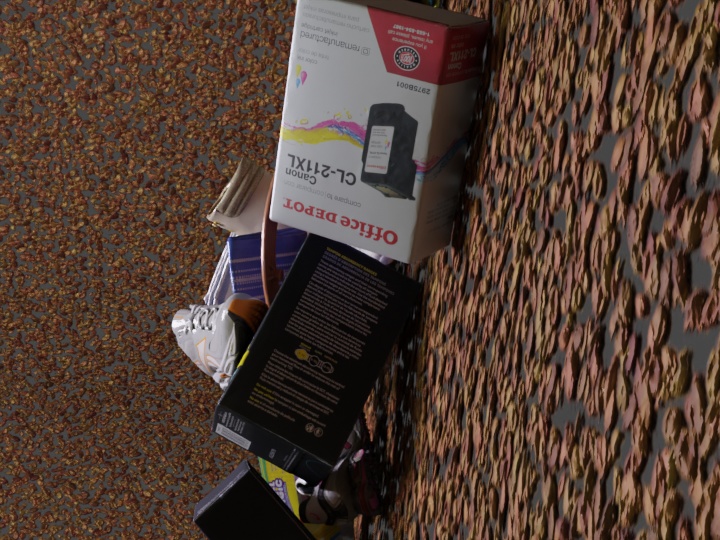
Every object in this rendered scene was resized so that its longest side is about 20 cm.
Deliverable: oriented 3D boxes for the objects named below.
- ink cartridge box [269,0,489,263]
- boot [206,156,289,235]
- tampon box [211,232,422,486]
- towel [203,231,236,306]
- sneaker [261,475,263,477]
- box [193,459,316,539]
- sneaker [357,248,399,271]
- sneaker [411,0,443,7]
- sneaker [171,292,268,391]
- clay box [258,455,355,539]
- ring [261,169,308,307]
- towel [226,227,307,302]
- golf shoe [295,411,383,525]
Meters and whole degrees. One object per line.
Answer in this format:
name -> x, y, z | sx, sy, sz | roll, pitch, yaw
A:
ink cartridge box -> 0.014, -0.124, 1.182 | 0.083, 0.144, 0.202 | -26, -51, -59
boot -> -0.119, -0.029, 1.708 | 0.073, 0.154, 0.201 | -81, 17, -59
tampon box -> -0.045, 0.088, 1.388 | 0.201, 0.125, 0.150 | -62, 0, -19
towel -> -0.096, 0.001, 1.801 | 0.024, 0.199, 0.148 | 26, 96, 51
sneaker -> -0.099, 0.307, 1.765 | 0.200, 0.086, 0.074 | 35, -147, -52
box -> -0.073, 0.288, 1.379 | 0.079, 0.200, 0.141 | -41, 1, -5
sneaker -> 0.000, 0.000, 1.581 | 0.200, 0.080, 0.076 | -175, 94, -83
sneaker -> 0.051, -0.317, 1.475 | 0.131, 0.079, 0.203 | 119, 148, -80
sneaker -> -0.154, 0.065, 1.449 | 0.076, 0.091, 0.200 | -60, -2, -24
clay box -> -0.061, 0.238, 1.560 | 0.115, 0.047, 0.202 | -23, -76, -63
ring -> -0.069, -0.028, 1.539 | 0.200, 0.019, 0.203 | 3, -90, -75
towel -> -0.085, 0.053, 1.600 | 0.024, 0.144, 0.203 | -11, 88, 39
golf shoe -> -0.028, 0.201, 1.498 | 0.200, 0.091, 0.073 | -93, -12, -70
